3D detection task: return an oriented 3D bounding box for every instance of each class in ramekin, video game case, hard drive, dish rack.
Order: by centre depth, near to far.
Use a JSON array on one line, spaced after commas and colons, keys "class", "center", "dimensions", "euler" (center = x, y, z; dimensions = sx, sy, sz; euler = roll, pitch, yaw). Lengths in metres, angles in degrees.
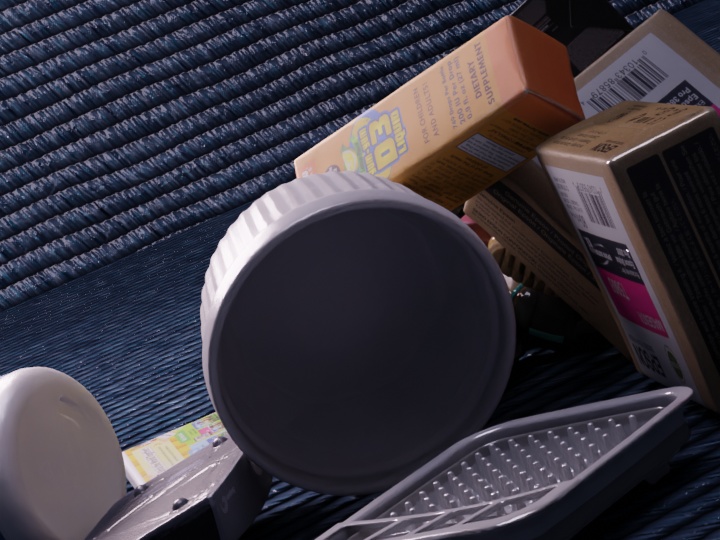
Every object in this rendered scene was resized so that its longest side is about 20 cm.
[{"class": "dish rack", "center": [0.082, 0.126, 1.361], "dimensions": [0.171, 0.044, 0.200], "euler": [-16, 9, 40]}, {"class": "ramekin", "center": [-0.010, 0.032, 1.597], "dimensions": [0.199, 0.201, 0.105], "euler": [-22, 25, -7]}, {"class": "hard drive", "center": [-0.119, 0.159, 1.601], "dimensions": [0.134, 0.042, 0.200], "euler": [-32, 6, 11]}, {"class": "video game case", "center": [-0.088, 0.127, 1.903], "dimensions": [0.181, 0.023, 0.200], "euler": [-23, 9, -9]}]

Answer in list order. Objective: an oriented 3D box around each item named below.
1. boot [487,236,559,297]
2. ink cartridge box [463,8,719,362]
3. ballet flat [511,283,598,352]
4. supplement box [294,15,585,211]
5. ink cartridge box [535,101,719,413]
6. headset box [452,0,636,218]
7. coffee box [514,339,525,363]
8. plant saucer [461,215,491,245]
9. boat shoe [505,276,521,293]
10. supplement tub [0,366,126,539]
[{"class": "boot", "center": [0.180, -0.066, 1.800], "dimensions": [0.199, 0.167, 0.072], "euler": [4, -28, -15]}, {"class": "ink cartridge box", "center": [0.197, -0.062, 1.714], "dimensions": [0.200, 0.165, 0.075], "euler": [-40, -20, -29]}, {"class": "ballet flat", "center": [0.188, 0.003, 1.850], "dimensions": [0.068, 0.068, 0.200], "euler": [26, 48, 30]}, {"class": "supplement box", "center": [0.049, -0.083, 1.649], "dimensions": [0.200, 0.067, 0.069], "euler": [-35, -37, 32]}, {"class": "ink cartridge box", "center": [0.188, -0.013, 1.505], "dimensions": [0.075, 0.166, 0.200], "euler": [-26, 8, -6]}, {"class": "headset box", "center": [0.102, -0.119, 1.838], "dimensions": [0.149, 0.075, 0.200], "euler": [-43, -4, -19]}, {"class": "coffee box", "center": [0.026, 0.073, 1.786], "dimensions": [0.122, 0.044, 0.200], "euler": [-1, 17, 28]}, {"class": "plant saucer", "center": [0.097, -0.019, 1.982], "dimensions": [0.199, 0.051, 0.201], "euler": [-5, -14, -1]}, {"class": "boat shoe", "center": [0.090, 0.032, 1.931], "dimensions": [0.066, 0.072, 0.201], "euler": [9, -24, -29]}, {"class": "supplement tub", "center": [-0.279, 0.158, 1.750], "dimensions": [0.199, 0.146, 0.145], "euler": [-17, 9, 29]}]
